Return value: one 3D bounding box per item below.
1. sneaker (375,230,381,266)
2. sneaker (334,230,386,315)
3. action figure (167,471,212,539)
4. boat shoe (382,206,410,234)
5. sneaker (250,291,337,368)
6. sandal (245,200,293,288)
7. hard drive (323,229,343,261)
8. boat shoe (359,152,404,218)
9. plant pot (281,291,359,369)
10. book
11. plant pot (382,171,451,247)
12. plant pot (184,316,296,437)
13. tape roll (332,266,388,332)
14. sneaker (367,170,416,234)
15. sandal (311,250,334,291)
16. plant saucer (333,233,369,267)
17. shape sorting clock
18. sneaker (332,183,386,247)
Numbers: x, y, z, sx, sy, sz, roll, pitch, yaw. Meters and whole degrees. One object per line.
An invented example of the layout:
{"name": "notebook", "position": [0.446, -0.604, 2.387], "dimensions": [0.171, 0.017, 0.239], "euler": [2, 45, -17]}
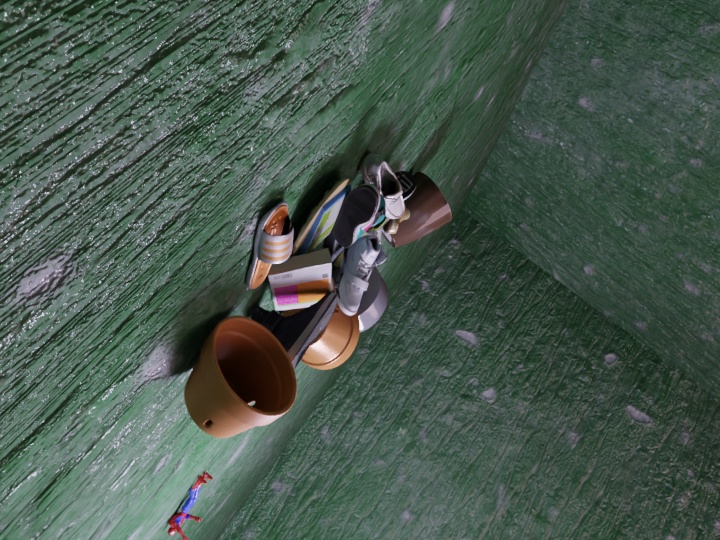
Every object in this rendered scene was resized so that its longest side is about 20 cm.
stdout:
{"name": "sneaker", "position": [0.043, -0.064, 1.715], "dimensions": [0.072, 0.071, 0.205], "euler": [-42, 156, -44]}
{"name": "sneaker", "position": [0.000, 0.000, 1.305], "dimensions": [0.114, 0.073, 0.207], "euler": [-28, -133, 50]}
{"name": "action figure", "position": [-0.496, 0.717, 1.600], "dimensions": [0.203, 0.098, 0.065], "euler": [-53, 168, 2]}
{"name": "boat shoe", "position": [0.104, -0.164, 1.484], "dimensions": [0.204, 0.074, 0.073], "euler": [-84, -160, -49]}
{"name": "sneaker", "position": [-0.150, 0.097, 1.146], "dimensions": [0.204, 0.144, 0.078], "euler": [-51, 164, -24]}
{"name": "sandal", "position": [-0.153, -0.033, 0.969], "dimensions": [0.079, 0.058, 0.210], "euler": [-44, 164, -45]}
{"name": "hard drive", "position": [-0.023, -0.124, 1.358], "dimensions": [0.201, 0.032, 0.141], "euler": [-50, 168, -30]}
{"name": "boat shoe", "position": [0.064, -0.183, 1.248], "dimensions": [0.072, 0.068, 0.201], "euler": [-53, 140, -12]}
{"name": "plant pot", "position": [-0.114, 0.137, 1.365], "dimensions": [0.203, 0.198, 0.140], "euler": [-54, 153, -1]}
{"name": "book", "position": [-0.128, 0.027, 1.145], "dimensions": [0.128, 0.050, 0.201], "euler": [-12, 158, -11]}
{"name": "plant pot", "position": [0.157, -0.173, 1.710], "dimensions": [0.198, 0.189, 0.188], "euler": [-37, 167, -8]}
{"name": "plant pot", "position": [-0.234, 0.211, 1.004], "dimensions": [0.139, 0.203, 0.199], "euler": [-39, 176, 24]}
{"name": "tape roll", "position": [-0.022, 0.073, 1.500], "dimensions": [0.202, 0.197, 0.067], "euler": [-51, 137, -17]}
{"name": "sneaker", "position": [0.068, -0.173, 1.377], "dimensions": [0.200, 0.074, 0.081], "euler": [-45, 174, -15]}
{"name": "sandal", "position": [-0.107, 0.008, 1.267], "dimensions": [0.054, 0.080, 0.201], "euler": [-41, 165, -10]}
{"name": "plant saucer", "position": [-0.001, -0.081, 1.487], "dimensions": [0.201, 0.031, 0.200], "euler": [-50, 180, 0]}
{"name": "shape sorting clock", "position": [-0.083, -0.108, 1.112], "dimensions": [0.204, 0.039, 0.200], "euler": [-57, 175, -7]}
{"name": "sneaker", "position": [0.017, -0.141, 1.170], "dimensions": [0.121, 0.083, 0.201], "euler": [-47, 178, -35]}
